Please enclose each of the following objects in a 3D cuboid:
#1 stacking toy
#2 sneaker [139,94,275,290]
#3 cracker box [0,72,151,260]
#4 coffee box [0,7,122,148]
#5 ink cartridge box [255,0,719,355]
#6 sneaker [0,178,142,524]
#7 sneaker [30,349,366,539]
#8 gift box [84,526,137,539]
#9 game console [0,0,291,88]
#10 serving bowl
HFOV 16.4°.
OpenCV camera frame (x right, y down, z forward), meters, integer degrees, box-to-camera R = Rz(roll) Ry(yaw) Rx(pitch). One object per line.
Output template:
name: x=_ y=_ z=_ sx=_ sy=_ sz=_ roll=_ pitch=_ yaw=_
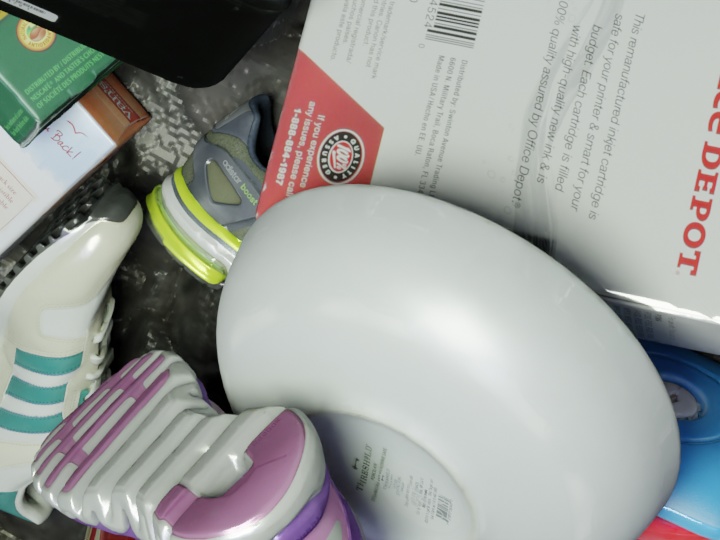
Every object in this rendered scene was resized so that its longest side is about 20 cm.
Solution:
stacking toy: x=0.110 y=0.133 z=1.113 sx=0.109 sy=0.116 sz=0.201 roll=24 pitch=125 yaw=13
sneaker: x=0.000 y=0.000 z=1.107 sx=0.200 sy=0.074 sz=0.081 roll=34 pitch=108 yaw=1
cracker box: x=-0.213 y=-0.052 z=1.153 sx=0.200 sy=0.058 sz=0.134 roll=-40 pitch=94 yaw=22
coffee box: x=-0.165 y=-0.168 z=1.078 sx=0.123 sy=0.044 sz=0.200 roll=-44 pitch=95 yaw=-23
ink cartridge box: x=0.074 y=-0.058 z=1.034 sx=0.199 sy=0.083 sz=0.148 roll=13 pitch=79 yaw=11
sneaker: x=-0.133 y=0.043 z=1.147 sx=0.093 sy=0.070 sz=0.200 roll=37 pitch=126 yaw=-5
sneaker: x=-0.059 y=0.094 z=0.985 sx=0.081 sy=0.200 sz=0.089 roll=-47 pitch=118 yaw=-14
gift box: x=-0.048 y=0.183 z=1.113 sx=0.184 sy=0.200 sz=0.188 roll=14 pitch=112 yaw=-3
game console: x=-0.110 y=-0.180 z=0.983 sx=0.199 sy=0.176 sz=0.117 roll=23 pitch=69 yaw=-13
serving bowl: x=0.023 y=0.062 z=0.986 sx=0.199 sy=0.066 sz=0.201 roll=22 pitch=143 yaw=17
